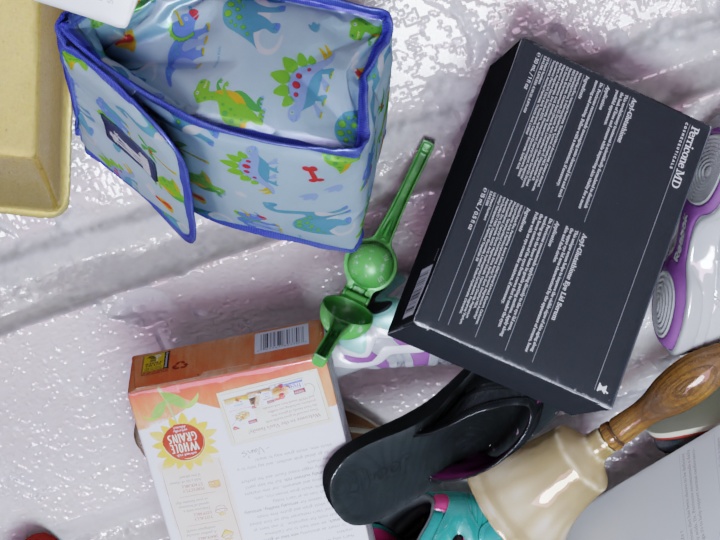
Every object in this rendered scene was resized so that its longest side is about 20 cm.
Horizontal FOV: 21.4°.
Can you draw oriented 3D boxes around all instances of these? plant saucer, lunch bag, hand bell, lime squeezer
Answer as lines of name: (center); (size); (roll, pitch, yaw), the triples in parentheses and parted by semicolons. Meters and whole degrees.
plant saucer: (-0.284, -0.142, 1.246); (0.200, 0.048, 0.200); (6, 115, -2)
lunch bag: (-0.086, -0.098, 1.188); (0.200, 0.128, 0.170); (13, 159, 3)
hand bell: (0.180, 0.111, 1.315); (0.200, 0.104, 0.104); (-38, 109, 21)
lime squeezer: (0.000, 0.000, 1.257); (0.038, 0.200, 0.071); (16, 142, 16)

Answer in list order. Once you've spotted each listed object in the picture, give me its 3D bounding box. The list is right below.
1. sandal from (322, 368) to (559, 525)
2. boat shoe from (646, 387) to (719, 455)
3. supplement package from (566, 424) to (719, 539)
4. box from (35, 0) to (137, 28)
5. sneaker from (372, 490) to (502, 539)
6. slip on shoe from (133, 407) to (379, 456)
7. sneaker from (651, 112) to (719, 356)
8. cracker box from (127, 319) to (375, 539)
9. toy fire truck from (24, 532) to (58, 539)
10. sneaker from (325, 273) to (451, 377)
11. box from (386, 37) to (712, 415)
sandal: (0.071, 0.111, 1.266); (0.200, 0.048, 0.075); (-33, 120, -10)
boat shoe: (0.303, 0.097, 1.342); (0.200, 0.071, 0.063); (-19, 117, 6)
supplement package: (0.250, 0.199, 1.321); (0.117, 0.117, 0.200); (26, 135, -30)
box: (-0.157, -0.275, 1.094); (0.131, 0.199, 0.200); (17, 115, -7)
sneaker: (0.038, 0.242, 1.404); (0.121, 0.084, 0.200); (22, 107, -15)
slip on shoe: (-0.066, 0.133, 1.372); (0.200, 0.076, 0.061); (9, 158, -14)
sneaker: (0.263, -0.031, 1.286); (0.100, 0.075, 0.200); (4, 122, -14)
cracker box: (-0.069, 0.142, 1.298); (0.134, 0.058, 0.200); (-11, 116, 3)
toy fire truck: (-0.248, 0.301, 1.393); (0.112, 0.168, 0.200); (-31, 111, 15)
sneaker: (0.070, 0.057, 1.319); (0.200, 0.078, 0.140); (-29, 111, 15)
box: (0.122, -0.026, 1.224); (0.141, 0.079, 0.200); (24, 77, -8)
